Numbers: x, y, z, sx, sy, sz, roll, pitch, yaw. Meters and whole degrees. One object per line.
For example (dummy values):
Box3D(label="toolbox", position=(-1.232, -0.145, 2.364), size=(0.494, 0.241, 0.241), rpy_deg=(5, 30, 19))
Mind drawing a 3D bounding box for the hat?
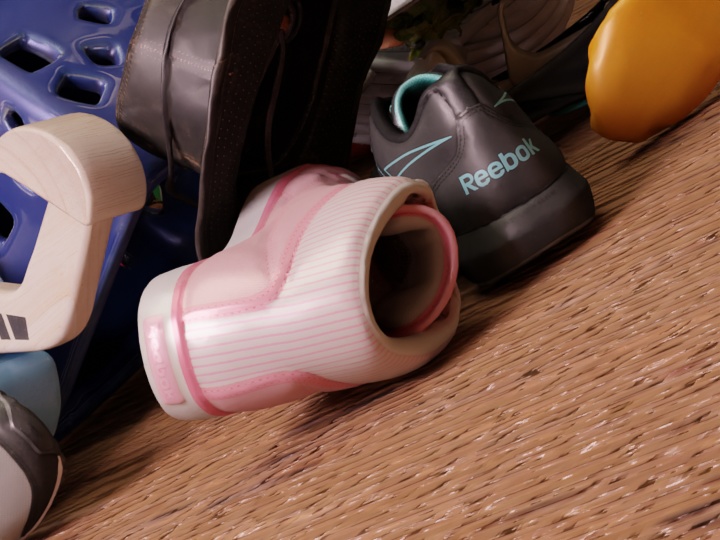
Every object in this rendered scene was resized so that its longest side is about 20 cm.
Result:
Box3D(label="hat", position=(-0.055, -0.083, 0.978), size=(0.080, 0.202, 0.201), rpy_deg=(15, 29, 16))

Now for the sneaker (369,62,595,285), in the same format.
Box3D(label="sneaker", position=(0.042, -0.048, 0.944), size=(0.075, 0.080, 0.200), rpy_deg=(-34, 8, -7))

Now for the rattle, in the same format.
Box3D(label="rattle", position=(0.134, -0.161, 1.004), size=(0.143, 0.130, 0.200), rpy_deg=(-62, 38, 28))

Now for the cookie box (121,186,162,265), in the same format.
Box3D(label="cookie box", position=(-0.204, 0.024, 1.387), size=(0.171, 0.075, 0.200), rpy_deg=(-21, 16, 47))

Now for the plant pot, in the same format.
Box3D(label="plant pot", position=(-0.151, -0.063, 1.134), size=(0.200, 0.179, 0.201), rpy_deg=(-47, -12, -50))

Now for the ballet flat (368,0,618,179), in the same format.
Box3D(label="ballet flat", position=(0.068, -0.089, 1.083), size=(0.199, 0.069, 0.068), rpy_deg=(-32, 11, 9))

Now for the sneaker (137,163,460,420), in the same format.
Box3D(label="sneaker", position=(0.000, 0.000, 0.878), size=(0.104, 0.076, 0.200), rpy_deg=(-15, 10, 21))

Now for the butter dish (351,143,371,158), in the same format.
Box3D(label="butter dish", position=(-0.047, -0.115, 1.411), size=(0.199, 0.149, 0.200), rpy_deg=(9, 12, 0))

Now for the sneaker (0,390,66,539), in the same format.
Box3D(label="sneaker", position=(-0.197, 0.118, 0.952), size=(0.200, 0.074, 0.079), rpy_deg=(-35, 17, 26))

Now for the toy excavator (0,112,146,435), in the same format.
Box3D(label="toy excavator", position=(-0.165, 0.031, 0.998), size=(0.199, 0.196, 0.100), rpy_deg=(3, 15, 36))

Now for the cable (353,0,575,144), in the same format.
Box3D(label="cable", position=(0.018, -0.150, 1.258), size=(0.199, 0.070, 0.200), rpy_deg=(-28, 48, -31))

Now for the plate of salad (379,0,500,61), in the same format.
Box3D(label="plate of salad", position=(0.078, -0.160, 1.113), size=(0.200, 0.048, 0.200), rpy_deg=(-35, 7, 5))
